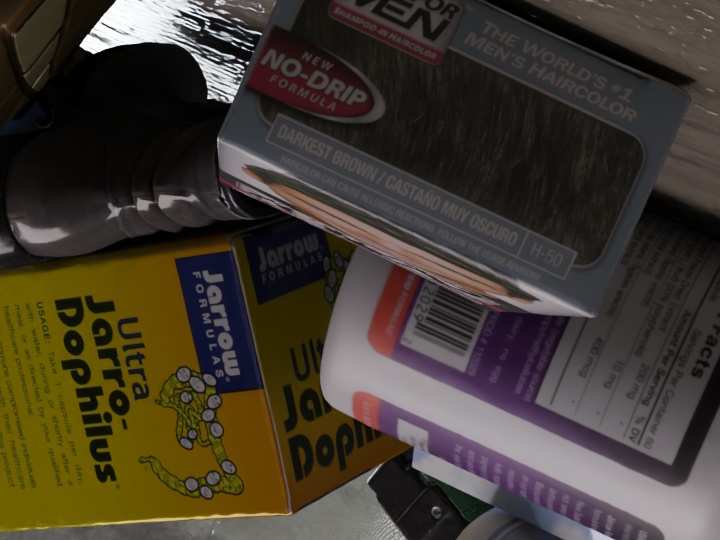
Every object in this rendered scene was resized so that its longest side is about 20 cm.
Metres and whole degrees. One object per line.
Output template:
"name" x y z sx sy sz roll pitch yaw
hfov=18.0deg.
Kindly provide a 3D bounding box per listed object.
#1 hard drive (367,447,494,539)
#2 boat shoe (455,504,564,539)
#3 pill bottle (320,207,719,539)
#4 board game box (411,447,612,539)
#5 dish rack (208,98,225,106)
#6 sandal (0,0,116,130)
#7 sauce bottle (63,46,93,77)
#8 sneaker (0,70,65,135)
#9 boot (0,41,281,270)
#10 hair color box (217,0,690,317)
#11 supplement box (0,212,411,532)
"hard drive" 0.106 0.161 1.121 0.200 0.038 0.140 52 -150 19
"boat shoe" 0.118 0.151 1.019 0.068 0.072 0.200 9 171 44
"pill bottle" 0.096 0.036 0.795 0.199 0.112 0.111 24 178 12
"board game box" 0.119 0.060 0.926 0.199 0.037 0.152 24 135 22
"dish rack" -0.045 -0.046 1.177 0.153 0.055 0.200 24 178 29
"sandal" -0.124 -0.091 0.795 0.054 0.080 0.200 41 180 -8
"sauce bottle" -0.178 -0.105 1.031 0.200 0.065 0.065 28 176 -41
"sneaker" -0.168 -0.094 0.932 0.089 0.079 0.200 -12 162 -15
"boot" -0.061 -0.049 0.899 0.131 0.070 0.200 -8 -160 19
"hair color box" 0.016 -0.034 0.620 0.099 0.061 0.200 25 178 -3
"supplement box" -0.089 0.038 0.928 0.199 0.110 0.109 -8 -171 34
